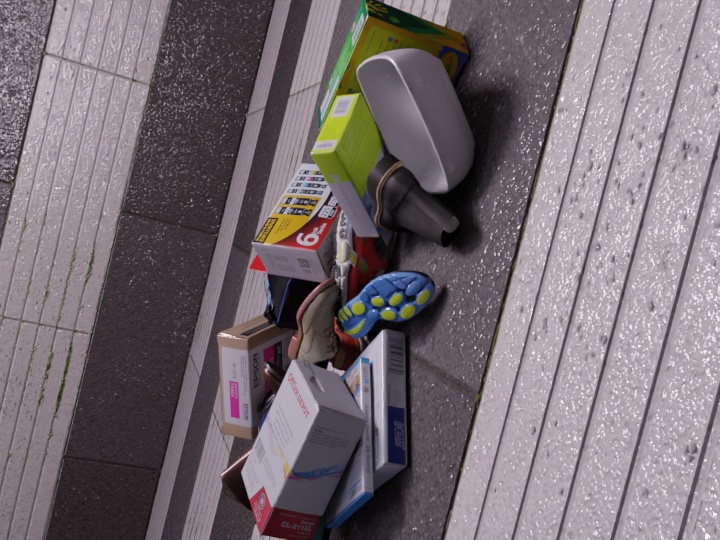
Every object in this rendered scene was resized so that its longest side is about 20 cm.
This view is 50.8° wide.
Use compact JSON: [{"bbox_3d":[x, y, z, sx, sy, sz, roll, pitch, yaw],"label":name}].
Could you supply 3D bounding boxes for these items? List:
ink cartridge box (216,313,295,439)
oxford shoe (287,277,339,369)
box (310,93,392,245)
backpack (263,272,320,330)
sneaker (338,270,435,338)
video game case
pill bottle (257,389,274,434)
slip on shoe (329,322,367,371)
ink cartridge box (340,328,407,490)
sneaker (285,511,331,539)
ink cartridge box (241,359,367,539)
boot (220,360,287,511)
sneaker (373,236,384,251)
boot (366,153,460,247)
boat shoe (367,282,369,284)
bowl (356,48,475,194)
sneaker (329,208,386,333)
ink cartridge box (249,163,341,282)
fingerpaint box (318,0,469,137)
[{"bbox_3d":[-0.195,0.199,1.457,0.164,0.074,0.203,-26,-61,-61],"label":"ink cartridge box"},{"bbox_3d":[-0.056,0.092,1.167,0.074,0.070,0.201,44,143,22],"label":"oxford shoe"},{"bbox_3d":[0.003,-0.146,1.129,0.047,0.201,0.123,0,51,28],"label":"box"},{"bbox_3d":[-0.114,0.002,1.468,0.200,0.133,0.185,-120,46,-63],"label":"backpack"},{"bbox_3d":[0.040,0.038,1.082,0.082,0.071,0.199,-37,3,-35],"label":"sneaker"},{"bbox_3d":[-0.018,0.246,1.083,0.144,0.018,0.202,124,152,-48],"label":"video game case"},{"bbox_3d":[-0.123,0.297,1.333,0.201,0.110,0.113,-111,39,-58],"label":"pill bottle"},{"bbox_3d":[-0.038,0.116,1.289,0.200,0.060,0.075,-124,49,-67],"label":"slip on shoe"},{"bbox_3d":[0.011,0.218,1.108,0.200,0.040,0.202,129,148,-52],"label":"ink cartridge box"},{"bbox_3d":[-0.056,0.347,1.178,0.071,0.080,0.201,-33,23,41],"label":"sneaker"},{"bbox_3d":[-0.083,0.252,1.072,0.202,0.082,0.146,-65,25,12],"label":"ink cartridge box"},{"bbox_3d":[-0.155,0.261,1.164,0.200,0.187,0.064,-41,28,-5],"label":"boot"},{"bbox_3d":[0.009,-0.125,1.260,0.079,0.094,0.203,180,103,-71],"label":"sneaker"},{"bbox_3d":[0.084,-0.065,1.053,0.078,0.138,0.200,-49,-19,-1],"label":"boot"},{"bbox_3d":[-0.018,0.028,1.281,0.202,0.062,0.074,-98,29,-44],"label":"boat shoe"},{"bbox_3d":[0.082,-0.212,1.040,0.201,0.074,0.200,64,171,-16],"label":"bowl"},{"bbox_3d":[0.000,0.000,1.192,0.077,0.084,0.203,178,97,-74],"label":"sneaker"},{"bbox_3d":[-0.096,-0.087,1.314,0.201,0.173,0.084,-63,-33,-34],"label":"ink cartridge box"},{"bbox_3d":[0.045,-0.287,1.157,0.074,0.165,0.201,-95,26,-47],"label":"fingerpaint box"}]
